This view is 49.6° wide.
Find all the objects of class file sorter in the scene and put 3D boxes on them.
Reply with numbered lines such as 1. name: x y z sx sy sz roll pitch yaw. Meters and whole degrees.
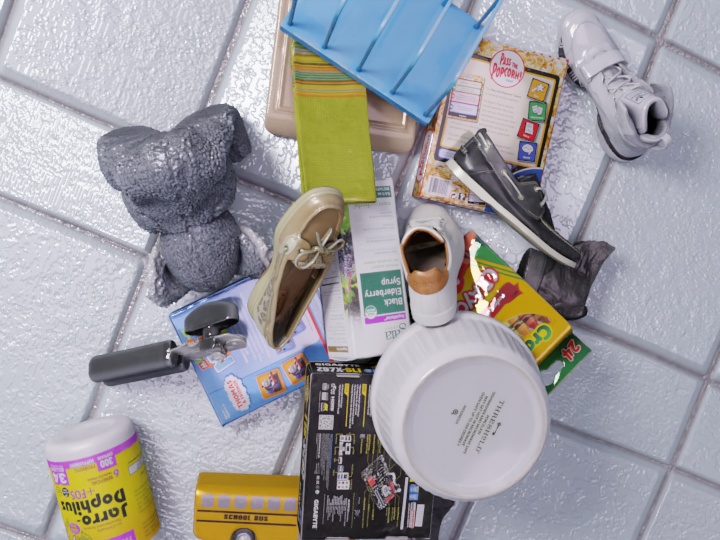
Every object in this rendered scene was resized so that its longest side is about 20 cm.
1. file sorter: 0.036 -0.281 0.839 0.199 0.123 0.140 32 80 -7

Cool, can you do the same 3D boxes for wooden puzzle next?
1. wooden puzzle: -0.014 -0.252 0.935 0.182 0.037 0.203 7 100 -8

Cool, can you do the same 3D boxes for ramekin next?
1. ramekin: 0.112 0.152 0.841 0.199 0.094 0.206 -1 100 -5

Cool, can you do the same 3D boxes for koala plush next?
1. koala plush: -0.191 -0.062 0.871 0.175 0.184 0.203 -15 111 -8

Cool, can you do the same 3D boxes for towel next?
1. towel: -0.031 -0.171 0.876 0.085 0.018 0.203 -4 75 -6

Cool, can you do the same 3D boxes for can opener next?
1. can opener: -0.223 0.091 0.910 0.197 0.053 0.067 -17 66 14

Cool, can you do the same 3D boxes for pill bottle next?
1. pill bottle: -0.295 0.281 0.918 0.103 0.104 0.203 -13 98 -6

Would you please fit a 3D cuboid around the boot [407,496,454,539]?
1. boot: 0.102 0.305 0.993 0.131 0.070 0.202 -30 103 -9

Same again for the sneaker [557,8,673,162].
1. sneaker: 0.311 -0.227 0.936 0.074 0.115 0.202 -27 99 -4

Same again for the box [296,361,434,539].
1. box: 0.010 0.211 0.912 0.157 0.049 0.203 2 98 -12

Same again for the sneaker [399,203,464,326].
1. sneaker: 0.081 -0.034 0.884 0.072 0.201 0.085 -9 126 7

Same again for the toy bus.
1. toy bus: -0.104 0.298 0.965 0.197 0.065 0.080 4 94 -7

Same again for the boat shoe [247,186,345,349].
1. boat shoe: -0.064 -0.001 0.859 0.072 0.063 0.201 1 132 -33

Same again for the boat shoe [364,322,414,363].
1. boat shoe: 0.022 0.153 0.964 0.199 0.066 0.075 -45 101 -1

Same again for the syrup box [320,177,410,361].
1. syrup box: 0.000 0.000 0.914 0.078 0.081 0.203 -6 87 -27

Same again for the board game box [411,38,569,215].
1. board game box: 0.158 -0.173 0.956 0.149 0.046 0.203 12 95 -8

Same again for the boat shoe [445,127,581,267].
1. boat shoe: 0.191 -0.080 0.911 0.200 0.072 0.068 42 96 -9

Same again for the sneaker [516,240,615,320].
1. sneaker: 0.240 0.049 0.984 0.103 0.060 0.203 16 91 -4

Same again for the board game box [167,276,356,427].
1. board game box: -0.111 0.078 0.954 0.198 0.037 0.153 -25 98 -5

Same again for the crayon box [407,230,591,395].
1. crayon box: 0.162 0.067 0.933 0.127 0.051 0.200 -47 72 4
